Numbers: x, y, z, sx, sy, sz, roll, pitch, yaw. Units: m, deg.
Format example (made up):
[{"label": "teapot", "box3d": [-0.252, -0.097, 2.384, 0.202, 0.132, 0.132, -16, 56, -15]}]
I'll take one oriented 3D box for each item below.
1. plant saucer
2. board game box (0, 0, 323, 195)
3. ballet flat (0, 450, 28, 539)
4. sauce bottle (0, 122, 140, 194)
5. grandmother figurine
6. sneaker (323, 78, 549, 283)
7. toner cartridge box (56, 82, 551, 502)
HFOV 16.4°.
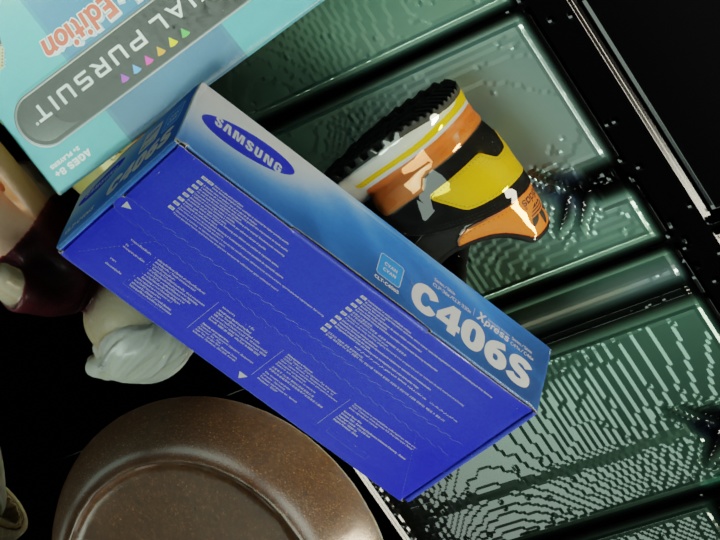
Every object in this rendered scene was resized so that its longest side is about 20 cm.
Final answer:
[{"label": "plant saucer", "box3d": [-0.078, 0.164, 1.271, 0.200, 0.034, 0.201, 6, 106, 23]}, {"label": "board game box", "box3d": [-0.129, -0.157, 1.064, 0.151, 0.047, 0.200, -35, 100, 17]}, {"label": "ballet flat", "box3d": [-0.233, 0.069, 1.318, 0.062, 0.067, 0.200, -15, 122, 13]}, {"label": "sauce bottle", "box3d": [-0.157, -0.100, 1.147, 0.200, 0.066, 0.066, 40, 131, -4]}, {"label": "grandmother figurine", "box3d": [-0.157, -0.019, 1.173, 0.200, 0.121, 0.061, 44, 122, -13]}, {"label": "sneaker", "box3d": [0.000, 0.000, 1.129, 0.090, 0.070, 0.200, 47, 130, -6]}, {"label": "toner cartridge box", "box3d": [-0.023, 0.013, 1.081, 0.200, 0.043, 0.095, 37, 130, -18]}]
